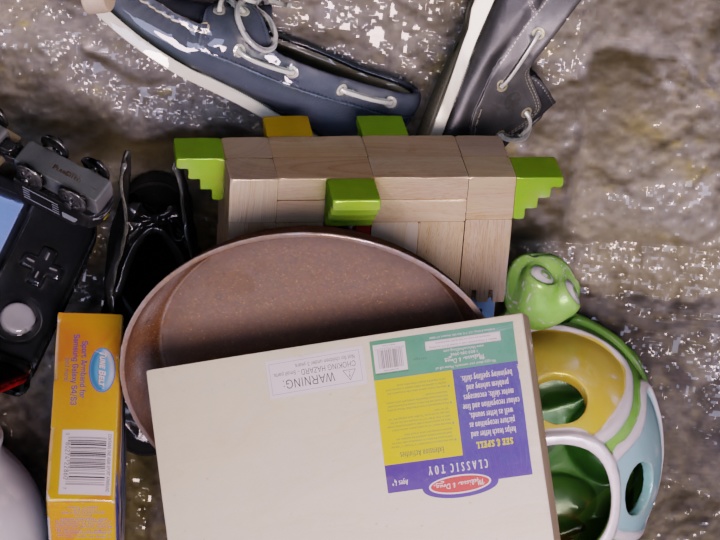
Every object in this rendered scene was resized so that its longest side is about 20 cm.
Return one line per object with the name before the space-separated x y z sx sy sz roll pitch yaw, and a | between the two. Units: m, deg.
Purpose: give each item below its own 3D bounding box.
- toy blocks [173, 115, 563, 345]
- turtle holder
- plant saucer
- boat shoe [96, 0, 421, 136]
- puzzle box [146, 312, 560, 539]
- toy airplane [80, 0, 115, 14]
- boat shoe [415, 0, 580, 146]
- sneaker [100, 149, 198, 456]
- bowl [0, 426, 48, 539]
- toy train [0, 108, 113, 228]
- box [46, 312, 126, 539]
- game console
toy blocks | 0.000 0.000 1.527 0.200 0.100 0.137 -1 119 -8
turtle holder | 0.112 0.088 1.604 0.141 0.132 0.186 23 105 -9
plant saucer | -0.025 0.047 1.496 0.200 0.034 0.200 1 130 2
boat shoe | -0.060 -0.121 1.560 0.200 0.075 0.062 30 105 -13
puzzle box | -0.003 0.101 1.446 0.200 0.025 0.133 -8 82 11
toy airplane | -0.130 -0.249 1.456 0.141 0.200 0.199 7 111 -11
boat shoe | 0.073 -0.094 1.577 0.068 0.072 0.200 23 103 -5
sneaker | -0.118 0.021 1.585 0.060 0.104 0.200 3 107 -5
bowl | -0.252 0.117 1.557 0.201 0.201 0.090 17 104 -8
toy train | -0.217 -0.076 1.548 0.200 0.046 0.034 28 62 18
box | -0.149 0.127 1.573 0.041 0.119 0.200 0 145 -2
game console | -0.254 -0.017 1.504 0.200 0.119 0.172 22 62 2
